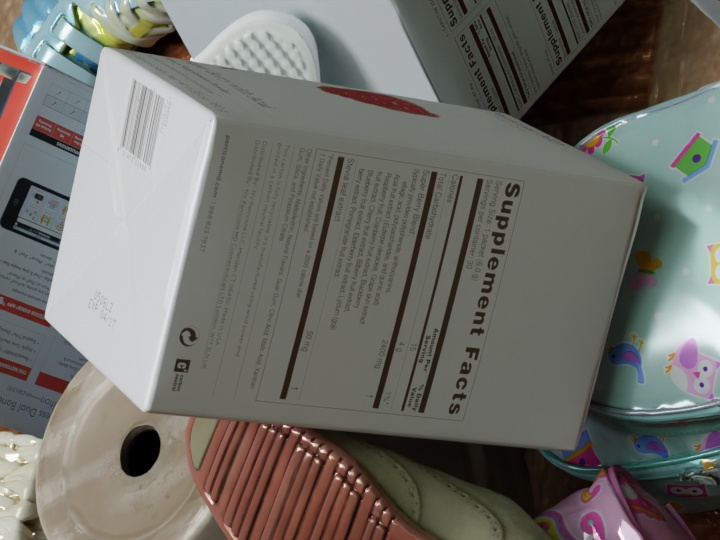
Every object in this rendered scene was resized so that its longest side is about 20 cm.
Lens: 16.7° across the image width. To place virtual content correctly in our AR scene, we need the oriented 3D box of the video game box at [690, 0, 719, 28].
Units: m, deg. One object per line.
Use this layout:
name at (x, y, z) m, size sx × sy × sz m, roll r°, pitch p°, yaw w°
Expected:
video game box at (0.168, -0.197, 1.125) m, size 0.047 × 0.182 × 0.201 m, roll -23°, pitch 59°, yaw 29°

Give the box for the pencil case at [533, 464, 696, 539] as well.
pencil case at (0.059, 0.171, 1.045) m, size 0.200 × 0.087 × 0.088 m, roll -42°, pitch 51°, yaw 12°

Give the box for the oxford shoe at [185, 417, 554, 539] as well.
oxford shoe at (0.018, 0.109, 0.988) m, size 0.200 × 0.074 × 0.071 m, roll 35°, pitch 120°, yaw 17°

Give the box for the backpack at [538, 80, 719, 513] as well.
backpack at (0.154, 0.013, 1.081) m, size 0.200 × 0.153 × 0.177 m, roll -23°, pitch 64°, yaw 40°

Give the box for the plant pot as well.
plant pot at (-0.050, 0.106, 1.117) m, size 0.199 × 0.173 × 0.201 m, roll -17°, pitch 59°, yaw 31°

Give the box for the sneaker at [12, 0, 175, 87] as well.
sneaker at (-0.127, -0.146, 1.423) m, size 0.200 × 0.079 × 0.131 m, roll 22°, pitch 86°, yaw 52°

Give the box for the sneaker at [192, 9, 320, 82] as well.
sneaker at (-0.068, -0.058, 1.219) m, size 0.082 × 0.074 × 0.200 m, roll -83°, pitch 14°, yaw -52°

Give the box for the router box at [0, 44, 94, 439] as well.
router box at (-0.148, 0.000, 1.297) m, size 0.049 × 0.200 × 0.180 m, roll 23°, pitch 88°, yaw 42°

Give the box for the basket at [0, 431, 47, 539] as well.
basket at (-0.158, 0.166, 1.249) m, size 0.135 × 0.200 × 0.124 m, roll 1°, pitch 67°, yaw 39°

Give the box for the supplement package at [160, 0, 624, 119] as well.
supplement package at (0.024, -0.182, 1.216) m, size 0.191 × 0.147 × 0.200 m, roll 18°, pitch 57°, yaw 43°

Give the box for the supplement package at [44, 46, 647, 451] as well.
supplement package at (-0.007, -0.008, 1.000) m, size 0.121 × 0.199 × 0.120 m, roll 33°, pitch 112°, yaw 58°
